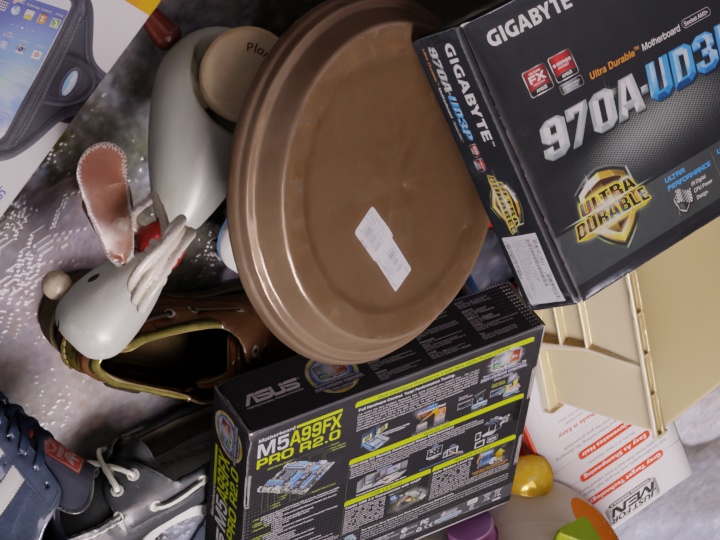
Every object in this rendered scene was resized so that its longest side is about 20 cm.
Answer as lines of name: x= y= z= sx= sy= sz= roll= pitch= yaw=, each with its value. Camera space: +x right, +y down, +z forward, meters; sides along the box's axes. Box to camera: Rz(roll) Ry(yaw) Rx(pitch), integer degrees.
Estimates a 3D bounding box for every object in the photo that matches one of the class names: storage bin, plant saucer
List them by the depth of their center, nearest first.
plant saucer: x=0.009 y=-0.047 z=1.196 sx=0.200 sy=0.029 sz=0.200 roll=-13 pitch=107 yaw=-47
storage bin: x=0.191 y=-0.035 z=1.365 sx=0.200 sy=0.094 sz=0.199 roll=-32 pitch=122 yaw=-33

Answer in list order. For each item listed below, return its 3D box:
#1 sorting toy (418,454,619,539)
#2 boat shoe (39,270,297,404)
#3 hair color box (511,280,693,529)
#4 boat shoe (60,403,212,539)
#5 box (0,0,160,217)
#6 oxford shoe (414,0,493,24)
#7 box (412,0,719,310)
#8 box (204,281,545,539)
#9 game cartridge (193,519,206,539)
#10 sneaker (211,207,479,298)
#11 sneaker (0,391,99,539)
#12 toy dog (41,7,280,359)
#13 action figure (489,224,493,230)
sorting toy: x=0.092 y=0.216 z=1.405 sx=0.200 sy=0.180 sz=0.107 roll=-21 pitch=121 yaw=-7
boat shoe: x=-0.086 y=0.049 z=1.311 sx=0.200 sy=0.068 sz=0.072 roll=2 pitch=118 yaw=-36
hair color box: x=0.143 y=0.085 z=1.496 sx=0.101 sy=0.061 sz=0.200 roll=-33 pitch=132 yaw=-9
boat shoe: x=-0.129 y=0.122 z=1.336 sx=0.200 sy=0.076 sz=0.060 roll=-24 pitch=133 yaw=-34
box: x=-0.201 y=-0.098 z=1.151 sx=0.119 sy=0.041 sz=0.200 roll=29 pitch=100 yaw=-43
oxford shoe: x=0.107 y=-0.156 z=1.296 sx=0.200 sy=0.071 sz=0.071 roll=-21 pitch=134 yaw=-22
box: x=0.140 y=-0.091 z=1.225 sx=0.200 sy=0.046 sz=0.159 roll=-29 pitch=100 yaw=-32
box: x=0.007 y=0.104 z=1.340 sx=0.200 sy=0.044 sz=0.160 roll=-20 pitch=139 yaw=-25
game cartridge: x=-0.020 y=0.150 z=1.452 sx=0.200 sy=0.041 sz=0.133 roll=-48 pitch=130 yaw=5
sneaker: x=0.000 y=0.000 z=1.331 sx=0.200 sy=0.072 sz=0.072 roll=20 pitch=105 yaw=-41
sneaker: x=-0.190 y=0.097 z=1.232 sx=0.084 sy=0.075 sz=0.200 roll=-12 pitch=111 yaw=9
toy dog: x=-0.112 y=-0.062 z=1.192 sx=0.200 sy=0.096 sz=0.132 roll=-58 pitch=-178 yaw=-26
action figure: x=0.020 y=-0.067 z=1.313 sx=0.200 sy=0.099 sz=0.065 roll=4 pitch=117 yaw=-61
